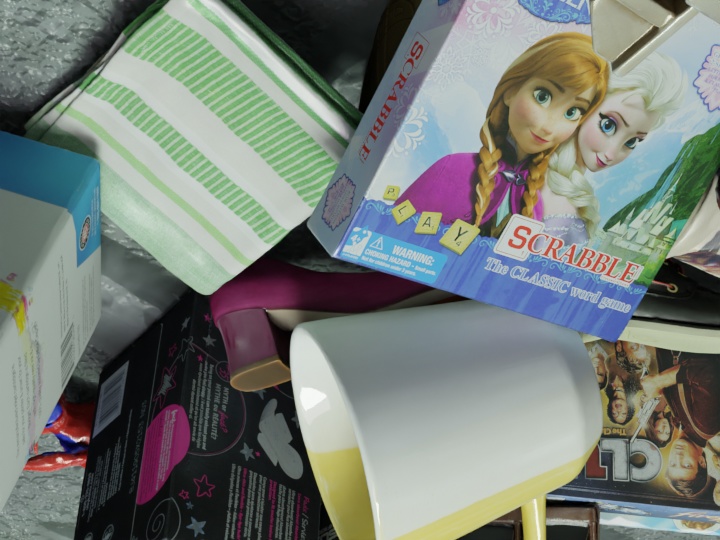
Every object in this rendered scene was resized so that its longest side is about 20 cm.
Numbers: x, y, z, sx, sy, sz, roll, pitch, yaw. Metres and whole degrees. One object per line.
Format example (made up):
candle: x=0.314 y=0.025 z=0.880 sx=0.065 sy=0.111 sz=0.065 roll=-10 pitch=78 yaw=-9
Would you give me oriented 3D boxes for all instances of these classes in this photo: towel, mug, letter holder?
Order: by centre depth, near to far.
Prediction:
towel: x=-0.092 y=-0.072 z=1.069 sx=0.152 sy=0.023 sz=0.200 roll=41 pitch=138 yaw=-13
mug: x=0.053 y=0.094 z=1.108 sx=0.153 sy=0.150 sz=0.187 roll=-16 pitch=144 yaw=-14
letter holder: x=0.102 y=0.247 z=1.236 sx=0.100 sy=0.143 sz=0.200 roll=-1 pitch=158 yaw=3

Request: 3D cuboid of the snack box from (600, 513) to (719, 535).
snack box: x=0.152 y=0.108 z=1.261 sx=0.199 sy=0.037 sz=0.117 roll=6 pitch=100 yaw=-5

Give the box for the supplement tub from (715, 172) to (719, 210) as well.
supplement tub: x=0.287 y=0.002 z=1.038 sx=0.107 sy=0.107 sz=0.200 roll=-26 pitch=119 yaw=29

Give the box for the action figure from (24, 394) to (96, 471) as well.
action figure: x=-0.239 y=0.094 z=1.289 sx=0.099 sy=0.065 sz=0.200 roll=-28 pitch=131 yaw=19

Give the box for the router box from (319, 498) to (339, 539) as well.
router box: x=-0.043 y=0.171 z=1.304 sx=0.062 sy=0.150 sz=0.200 roll=31 pitch=131 yaw=-29

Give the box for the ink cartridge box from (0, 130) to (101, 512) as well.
ink cartridge box: x=-0.251 y=0.033 z=1.092 sx=0.146 sy=0.200 sz=0.147 roll=16 pitch=139 yaw=6

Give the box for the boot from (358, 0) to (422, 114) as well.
boot: x=0.077 y=-0.079 z=1.068 sx=0.154 sy=0.072 sz=0.200 roll=8 pitch=144 yaw=-6

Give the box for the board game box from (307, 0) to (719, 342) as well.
board game box: x=0.102 y=-0.075 z=1.005 sx=0.200 sy=0.041 sz=0.200 roll=16 pitch=111 yaw=-32

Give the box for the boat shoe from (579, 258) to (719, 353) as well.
boat shoe: x=0.178 y=0.018 z=1.173 sx=0.201 sy=0.063 sz=0.074 roll=7 pitch=168 yaw=0

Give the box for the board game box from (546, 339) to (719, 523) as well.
board game box: x=0.163 y=0.086 z=1.206 sx=0.199 sy=0.136 sz=0.035 roll=6 pitch=160 yaw=-5

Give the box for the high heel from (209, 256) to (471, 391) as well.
high heel: x=0.000 y=0.000 z=1.160 sx=0.200 sy=0.096 sz=0.067 roll=-17 pitch=151 yaw=8

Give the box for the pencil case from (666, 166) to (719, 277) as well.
pencil case: x=0.258 y=-0.014 z=1.130 sx=0.200 sy=0.078 sz=0.089 roll=20 pitch=139 yaw=-19

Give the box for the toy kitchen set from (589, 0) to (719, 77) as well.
toy kitchen set: x=0.100 y=-0.200 z=0.825 sx=0.180 sy=0.200 sz=0.163 roll=26 pitch=134 yaw=-25

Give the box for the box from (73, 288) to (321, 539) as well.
box: x=-0.103 y=0.138 z=1.228 sx=0.115 sy=0.200 sz=0.132 roll=28 pitch=134 yaw=-25
